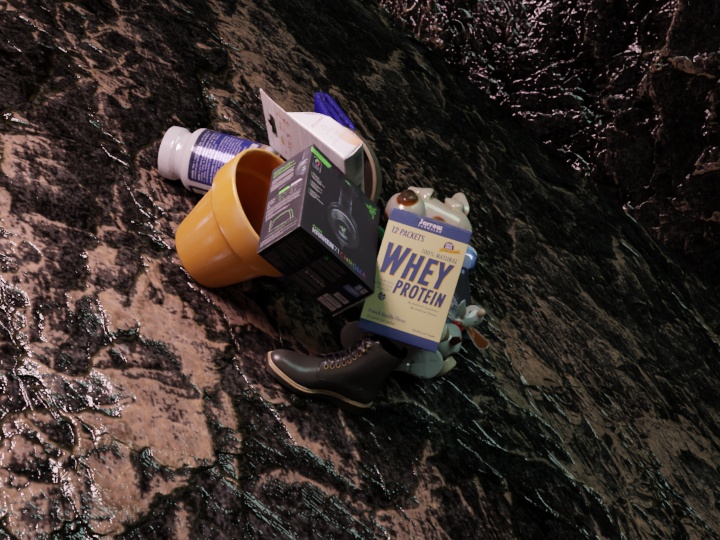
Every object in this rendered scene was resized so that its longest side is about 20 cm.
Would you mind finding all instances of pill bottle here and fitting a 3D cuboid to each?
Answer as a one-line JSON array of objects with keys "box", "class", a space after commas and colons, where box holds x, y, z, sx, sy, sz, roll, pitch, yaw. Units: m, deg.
[{"box": [-0.254, -0.188, 1.604, 0.197, 0.117, 0.116, 16, 26, 8], "class": "pill bottle"}]

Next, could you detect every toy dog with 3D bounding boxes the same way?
[{"box": [0.142, -0.111, 2.034, 0.197, 0.141, 0.195, 16, 31, -26], "class": "toy dog"}, {"box": [0.191, 0.113, 1.719, 0.132, 0.096, 0.201, 46, 47, -19], "class": "toy dog"}]

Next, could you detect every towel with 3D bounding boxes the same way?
[{"box": [-0.066, -0.274, 1.959, 0.049, 0.201, 0.148, -24, 57, -22], "class": "towel"}]

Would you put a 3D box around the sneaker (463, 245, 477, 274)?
[{"box": [0.154, -0.029, 1.910, 0.197, 0.080, 0.090, 11, 9, 21], "class": "sneaker"}]

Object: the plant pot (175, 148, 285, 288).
[{"box": [-0.194, -0.064, 1.440, 0.199, 0.182, 0.202, 36, 39, -36], "class": "plant pot"}]

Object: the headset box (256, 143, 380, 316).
[{"box": [-0.058, -0.067, 1.377, 0.174, 0.092, 0.202, 42, 35, -31], "class": "headset box"}]

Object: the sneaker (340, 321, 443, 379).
[{"box": [0.048, 0.146, 1.612, 0.198, 0.078, 0.082, 23, -3, -15], "class": "sneaker"}]

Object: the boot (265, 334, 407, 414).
[{"box": [-0.037, 0.137, 1.416, 0.198, 0.139, 0.078, 22, 31, -28], "class": "boot"}]

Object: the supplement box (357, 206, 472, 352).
[{"box": [0.091, 0.012, 1.474, 0.132, 0.203, 0.200, 16, 2, 4], "class": "supplement box"}]

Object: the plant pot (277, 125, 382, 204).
[{"box": [-0.038, -0.164, 1.639, 0.200, 0.201, 0.173, 44, 17, 11], "class": "plant pot"}]

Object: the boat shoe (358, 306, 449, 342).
[{"box": [0.078, 0.091, 1.661, 0.199, 0.076, 0.068, 26, -3, 40], "class": "boat shoe"}]

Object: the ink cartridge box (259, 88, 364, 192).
[{"box": [-0.077, -0.208, 1.482, 0.050, 0.163, 0.200, -41, 69, -17], "class": "ink cartridge box"}]

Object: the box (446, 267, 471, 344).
[{"box": [0.142, 0.055, 1.800, 0.198, 0.043, 0.163, 17, 61, -38], "class": "box"}]

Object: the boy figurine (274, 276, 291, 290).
[{"box": [-0.190, -0.055, 1.595, 0.199, 0.064, 0.125, 39, 37, -7], "class": "boy figurine"}]

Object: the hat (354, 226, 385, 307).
[{"box": [0.000, 0.000, 1.743, 0.163, 0.202, 0.176, 19, -15, 15], "class": "hat"}]
